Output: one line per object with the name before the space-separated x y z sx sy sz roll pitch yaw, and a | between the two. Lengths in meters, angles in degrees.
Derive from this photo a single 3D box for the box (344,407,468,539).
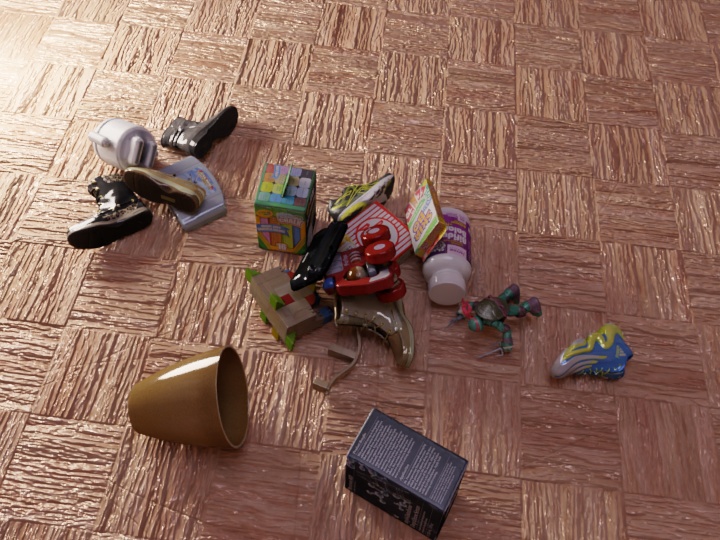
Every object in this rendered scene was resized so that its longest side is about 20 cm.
box | 0.079 0.368 1.356 0.196 0.150 0.108 26 56 17

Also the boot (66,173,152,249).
boot | -0.600 -0.141 1.743 0.196 0.074 0.152 -24 59 -23

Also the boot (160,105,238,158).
boot | -0.414 -0.373 1.926 0.129 0.071 0.201 20 47 24

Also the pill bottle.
pill bottle | 0.192 -0.031 1.671 0.109 0.114 0.204 4 54 1

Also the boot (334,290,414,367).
boot | 0.025 0.114 1.560 0.151 0.073 0.203 5 45 -23

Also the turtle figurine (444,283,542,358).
turtle figurine | 0.283 0.101 1.594 0.197 0.102 0.150 -25 58 -26

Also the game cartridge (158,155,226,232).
game cartridge | -0.409 -0.191 1.811 0.131 0.042 0.201 -30 60 -17

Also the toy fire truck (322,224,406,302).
toy fire truck | 0.000 0.000 1.564 0.164 0.115 0.201 -17 25 2

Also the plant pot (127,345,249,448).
plant pot | -0.331 0.249 1.423 0.194 0.188 0.190 -7 53 8

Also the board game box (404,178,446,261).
board game box | 0.144 -0.115 1.682 0.029 0.096 0.202 22 32 -23

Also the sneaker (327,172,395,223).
sneaker | 0.002 -0.183 1.796 0.084 0.075 0.199 38 61 24

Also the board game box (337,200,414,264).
board game box | 0.019 -0.051 1.719 0.151 0.047 0.199 39 62 23

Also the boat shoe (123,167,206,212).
boat shoe | -0.456 -0.199 1.761 0.196 0.073 0.077 24 44 3

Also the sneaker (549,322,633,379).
sneaker | 0.487 0.187 1.548 0.197 0.077 0.106 -29 60 -22

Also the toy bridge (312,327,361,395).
toy bridge | -0.036 0.174 1.566 0.066 0.028 0.203 17 54 8

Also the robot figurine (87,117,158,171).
robot figurine | -0.573 -0.303 1.820 0.197 0.168 0.116 24 96 39

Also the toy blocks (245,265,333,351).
toy blocks | -0.143 0.060 1.616 0.134 0.101 0.201 -22 58 -31

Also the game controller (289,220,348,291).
game controller | -0.088 -0.033 1.609 0.042 0.104 0.202 43 38 -16

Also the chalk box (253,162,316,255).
chalk box | -0.168 -0.151 1.688 0.120 0.202 0.127 8 53 4
